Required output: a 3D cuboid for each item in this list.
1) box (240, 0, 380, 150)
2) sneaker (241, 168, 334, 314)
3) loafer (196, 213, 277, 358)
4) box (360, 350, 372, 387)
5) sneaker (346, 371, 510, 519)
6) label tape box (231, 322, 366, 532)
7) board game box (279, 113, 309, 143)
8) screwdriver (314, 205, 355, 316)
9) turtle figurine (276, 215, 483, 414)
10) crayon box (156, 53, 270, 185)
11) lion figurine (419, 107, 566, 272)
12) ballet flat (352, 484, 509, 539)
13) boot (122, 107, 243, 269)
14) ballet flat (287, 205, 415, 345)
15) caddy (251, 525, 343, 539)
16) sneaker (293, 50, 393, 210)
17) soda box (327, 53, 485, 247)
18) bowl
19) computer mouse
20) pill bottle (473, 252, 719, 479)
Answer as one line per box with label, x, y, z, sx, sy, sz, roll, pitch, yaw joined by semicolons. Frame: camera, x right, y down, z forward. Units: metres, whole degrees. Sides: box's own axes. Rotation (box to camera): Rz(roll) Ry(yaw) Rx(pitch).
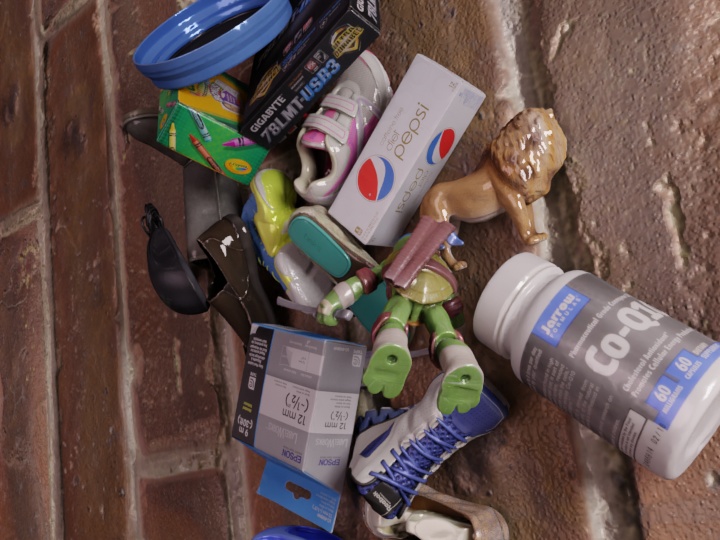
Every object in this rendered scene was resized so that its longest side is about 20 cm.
box;-0.058;-0.270;0.799;0.200;0.049;0.200;-38;38;36
sneaker;-0.098;-0.024;0.883;0.105;0.075;0.201;-43;59;49
loafer;-0.161;0.032;0.880;0.073;0.071;0.202;7;115;59
box;-0.041;0.123;0.828;0.199;0.041;0.039;-12;77;37
sneaker;0.055;0.183;0.686;0.081;0.115;0.199;44;129;-15
label tape box;-0.077;0.167;0.770;0.143;0.066;0.202;6;83;48
board game box;-0.067;-0.238;0.877;0.199;0.039;0.159;-26;45;46
screwdriver;-0.033;-0.038;0.844;0.029;0.028;0.201;-27;71;28
turtle figurine;0.035;0.063;0.648;0.199;0.144;0.194;-35;25;15
crayon box;-0.186;-0.196;0.868;0.058;0.118;0.200;-53;30;22
lion figurine;0.117;-0.071;0.694;0.199;0.072;0.123;-22;86;28
ballet flat;0.054;0.253;0.719;0.199;0.067;0.069;-5;82;39
boot;-0.226;-0.104;0.924;0.072;0.181;0.202;-18;70;56
ballet flat;0.000;0.000;0.789;0.200;0.062;0.067;50;121;3
caddy;-0.041;0.349;0.742;0.199;0.141;0.106;23;103;37
sneaker;-0.023;-0.162;0.812;0.081;0.088;0.202;12;93;39
soda box;0.048;-0.126;0.762;0.068;0.063;0.201;41;110;27
bowl;-0.170;-0.279;0.814;0.199;0.040;0.201;-19;37;15
computer mouse;-0.254;0.003;0.929;0.200;0.052;0.139;43;158;55
pill bottle;0.201;0.070;0.589;0.200;0.113;0.114;34;107;36
